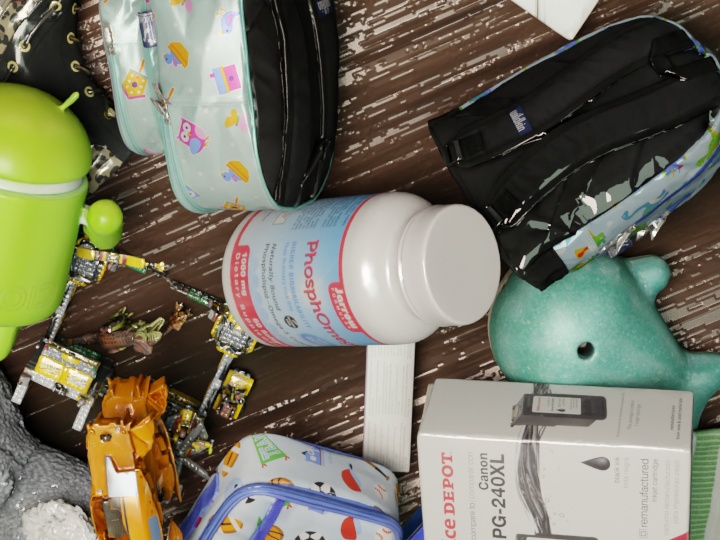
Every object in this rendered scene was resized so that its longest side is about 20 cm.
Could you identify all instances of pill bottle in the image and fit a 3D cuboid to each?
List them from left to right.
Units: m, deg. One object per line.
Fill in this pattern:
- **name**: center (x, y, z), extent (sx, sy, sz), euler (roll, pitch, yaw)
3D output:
- **pill bottle**: center (0.000, 0.000, 1.140), extent (0.199, 0.108, 0.110), euler (-4, 108, 45)

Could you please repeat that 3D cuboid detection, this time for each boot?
- **boot**: center (-0.214, -0.160, 1.180), extent (0.154, 0.074, 0.204), euler (43, 92, -18)

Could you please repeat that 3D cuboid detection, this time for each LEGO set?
- **LEGO set**: center (-0.172, 0.065, 1.204), extent (0.199, 0.116, 0.155), euler (33, 102, -8)

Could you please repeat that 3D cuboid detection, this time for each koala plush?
- **koala plush**: center (-0.266, 0.172, 1.201), extent (0.198, 0.177, 0.186), euler (23, 90, 4)

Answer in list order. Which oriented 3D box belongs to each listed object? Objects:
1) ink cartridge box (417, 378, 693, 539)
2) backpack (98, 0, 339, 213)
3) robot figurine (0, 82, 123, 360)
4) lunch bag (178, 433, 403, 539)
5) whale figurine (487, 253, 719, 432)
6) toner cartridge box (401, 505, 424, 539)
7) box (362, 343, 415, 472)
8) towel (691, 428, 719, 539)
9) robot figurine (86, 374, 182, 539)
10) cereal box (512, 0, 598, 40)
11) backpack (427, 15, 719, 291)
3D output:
- **ink cartridge box**: center (0.144, 0.165, 1.166), extent (0.197, 0.084, 0.147), euler (2, 118, 13)
- **backpack**: center (-0.092, -0.140, 1.129), extent (0.151, 0.176, 0.203), euler (-8, 105, 19)
- **robot figurine**: center (-0.256, -0.041, 1.116), extent (0.173, 0.116, 0.202), euler (15, 110, -5)
- **lunch bag**: center (-0.068, 0.217, 1.220), extent (0.159, 0.076, 0.201), euler (16, 130, -21)
- **whale figurine**: center (0.195, 0.063, 1.210), extent (0.199, 0.104, 0.160), euler (30, 101, -9)
- **toner cartridge box**: center (0.082, 0.229, 1.281), extent (0.095, 0.043, 0.200), euler (40, 100, -8)
- **box**: center (0.024, 0.058, 1.242), extent (0.041, 0.039, 0.203), euler (1, 103, 1)
- **towel**: center (0.253, 0.197, 1.255), extent (0.197, 0.023, 0.154), euler (-2, 114, -10)
- **robot figurine**: center (-0.154, 0.186, 1.126), extent (0.057, 0.145, 0.203), euler (-7, 106, 3)
- **cereal box**: center (0.114, -0.285, 1.160), extent (0.199, 0.040, 0.145), euler (32, 102, -7)
- **backpack**: center (0.178, -0.095, 1.152), extent (0.200, 0.153, 0.164), euler (-41, 57, 16)
